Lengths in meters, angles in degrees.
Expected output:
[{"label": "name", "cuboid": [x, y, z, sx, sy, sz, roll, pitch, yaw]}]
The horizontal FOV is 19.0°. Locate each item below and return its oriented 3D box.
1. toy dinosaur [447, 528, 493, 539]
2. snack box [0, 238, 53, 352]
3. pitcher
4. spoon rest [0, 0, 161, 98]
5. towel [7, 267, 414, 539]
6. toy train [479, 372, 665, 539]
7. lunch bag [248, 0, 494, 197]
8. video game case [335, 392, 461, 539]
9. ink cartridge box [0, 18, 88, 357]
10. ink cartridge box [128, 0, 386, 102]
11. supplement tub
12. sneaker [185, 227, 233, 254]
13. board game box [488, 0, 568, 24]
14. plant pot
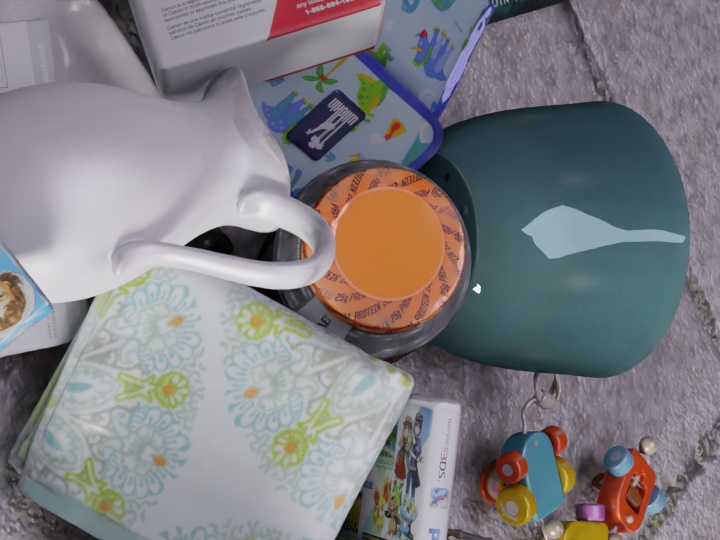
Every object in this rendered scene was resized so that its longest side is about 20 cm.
[{"label": "toy dinosaur", "cuboid": [-0.006, 0.152, 1.485, 0.105, 0.199, 0.183, -81, 177, -72]}, {"label": "snack box", "cuboid": [-0.271, 0.037, 1.110, 0.200, 0.037, 0.116, -40, 87, -7]}, {"label": "pitcher", "cuboid": [-0.127, -0.036, 1.207, 0.199, 0.172, 0.122, -13, 131, -33]}, {"label": "spoon rest", "cuboid": [-0.158, -0.103, 1.338, 0.200, 0.060, 0.100, 45, 56, -35]}, {"label": "towel", "cuboid": [-0.092, 0.093, 1.263, 0.172, 0.199, 0.048, -63, 165, 2]}, {"label": "toy train", "cuboid": [0.157, 0.161, 1.654, 0.200, 0.055, 0.151, 45, 53, -38]}, {"label": "lunch bag", "cuboid": [-0.024, -0.145, 1.454, 0.170, 0.127, 0.201, 39, 73, -40]}, {"label": "video game case", "cuboid": [0.000, 0.162, 1.308, 0.022, 0.200, 0.183, 8, 88, -23]}, {"label": "ink cartridge box", "cuboid": [-0.245, -0.042, 1.244, 0.173, 0.043, 0.201, -13, 97, -50]}, {"label": "ink cartridge box", "cuboid": [-0.085, -0.220, 1.330, 0.144, 0.084, 0.201, -17, 77, -8]}, {"label": "supplement tub", "cuboid": [0.000, 0.000, 1.351, 0.122, 0.200, 0.123, 1, 82, -8]}, {"label": "sneaker", "cuboid": [-0.111, 0.060, 1.337, 0.071, 0.097, 0.202, 6, 82, -56]}, {"label": "board game box", "cuboid": [0.106, -0.263, 1.670, 0.200, 0.028, 0.136, -23, 102, -46]}, {"label": "plant pot", "cuboid": [0.107, -0.021, 1.525, 0.160, 0.200, 0.202, -1, 86, -35]}]
